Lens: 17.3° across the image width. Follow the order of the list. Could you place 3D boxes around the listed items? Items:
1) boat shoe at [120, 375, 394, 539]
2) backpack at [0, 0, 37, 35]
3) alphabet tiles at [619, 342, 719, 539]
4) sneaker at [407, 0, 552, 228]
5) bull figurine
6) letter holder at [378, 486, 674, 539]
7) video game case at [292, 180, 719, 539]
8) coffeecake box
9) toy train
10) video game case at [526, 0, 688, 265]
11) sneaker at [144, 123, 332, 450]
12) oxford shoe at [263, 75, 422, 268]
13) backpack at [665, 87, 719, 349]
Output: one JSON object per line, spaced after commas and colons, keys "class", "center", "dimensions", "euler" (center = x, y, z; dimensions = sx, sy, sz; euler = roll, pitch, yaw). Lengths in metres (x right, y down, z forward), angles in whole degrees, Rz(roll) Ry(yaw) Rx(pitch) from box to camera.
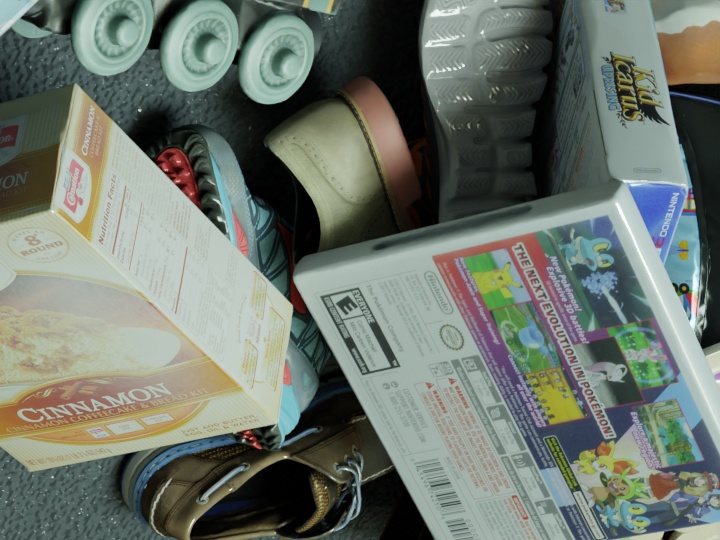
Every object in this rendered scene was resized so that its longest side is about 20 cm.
{"class": "boat shoe", "center": [-0.035, 0.119, 1.354], "dimensions": [0.199, 0.072, 0.073], "euler": [-17, 129, -28]}
{"class": "backpack", "center": [-0.185, -0.187, 0.969], "dimensions": [0.200, 0.147, 0.183], "euler": [-48, 141, -6]}
{"class": "alphabet tiles", "center": [0.175, 0.110, 1.287], "dimensions": [0.199, 0.015, 0.196], "euler": [-22, 138, 4]}
{"class": "sneaker", "center": [0.048, -0.083, 1.268], "dimensions": [0.077, 0.112, 0.201], "euler": [1, 92, -20]}
{"class": "bull figurine", "center": [0.208, -0.144, 1.291], "dimensions": [0.199, 0.065, 0.122], "euler": [-5, 134, 19]}
{"class": "letter holder", "center": [0.134, 0.154, 1.405], "dimensions": [0.199, 0.100, 0.143], "euler": [25, 89, -23]}
{"class": "video game case", "center": [0.086, 0.058, 1.189], "dimensions": [0.181, 0.023, 0.201], "euler": [-13, 120, 28]}
{"class": "coffeecake box", "center": [-0.149, 0.010, 1.133], "dimensions": [0.153, 0.073, 0.200], "euler": [-12, 143, 26]}
{"class": "toy train", "center": [-0.085, -0.148, 1.116], "dimensions": [0.199, 0.085, 0.115], "euler": [6, 107, -46]}
{"class": "video game case", "center": [0.119, -0.041, 1.250], "dimensions": [0.045, 0.182, 0.201], "euler": [2, 138, -9]}
{"class": "sneaker", "center": [-0.064, -0.005, 1.259], "dimensions": [0.096, 0.079, 0.201], "euler": [-47, 139, -35]}
{"class": "oxford shoe", "center": [0.000, 0.000, 1.237], "dimensions": [0.074, 0.070, 0.201], "euler": [-23, 113, -13]}
{"class": "backpack", "center": [0.216, 0.005, 1.357], "dimensions": [0.181, 0.135, 0.201], "euler": [11, 96, 4]}
